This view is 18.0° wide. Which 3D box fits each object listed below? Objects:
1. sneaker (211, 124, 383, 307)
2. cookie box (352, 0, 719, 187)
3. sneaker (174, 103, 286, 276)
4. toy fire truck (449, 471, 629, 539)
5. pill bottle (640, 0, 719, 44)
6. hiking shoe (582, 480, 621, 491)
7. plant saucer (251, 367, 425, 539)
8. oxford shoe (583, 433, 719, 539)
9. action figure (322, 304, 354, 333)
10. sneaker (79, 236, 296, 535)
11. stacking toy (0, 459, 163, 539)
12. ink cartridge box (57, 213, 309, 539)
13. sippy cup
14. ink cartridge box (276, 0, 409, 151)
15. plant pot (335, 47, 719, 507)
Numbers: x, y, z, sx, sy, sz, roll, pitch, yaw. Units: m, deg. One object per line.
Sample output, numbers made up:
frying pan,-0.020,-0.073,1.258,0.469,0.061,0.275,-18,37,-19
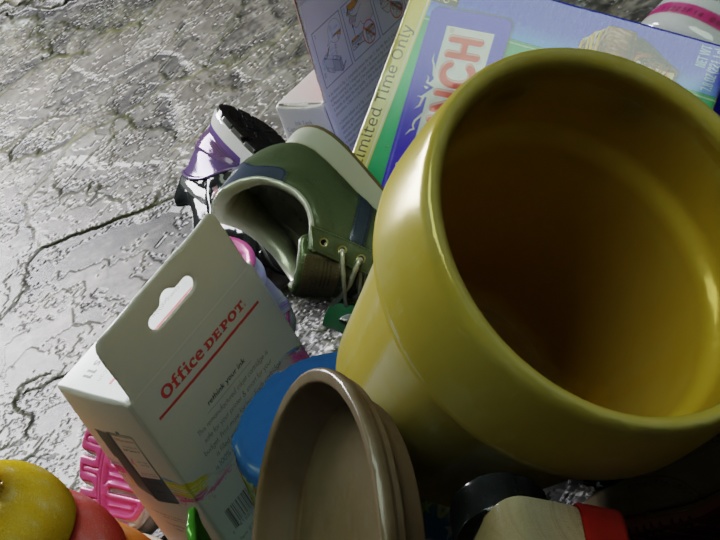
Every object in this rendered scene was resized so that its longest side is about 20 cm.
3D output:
sneaker,0.000,0.000,1.263,0.200,0.067,0.090,40,45,25
cookie box,0.105,-0.070,1.335,0.200,0.075,0.171,18,85,22
sneaker,-0.065,-0.024,1.544,0.088,0.076,0.200,-54,39,17
toy fire truck,0.122,0.187,1.076,0.200,0.176,0.129,12,34,-13
pill bottle,0.270,-0.171,1.424,0.200,0.113,0.113,-46,37,-21
hiking shoe,0.122,0.062,1.271,0.087,0.074,0.200,-45,37,-19
plant saucer,-0.011,0.147,1.096,0.029,0.200,0.200,2,28,-21
oxford shoe,0.181,0.096,1.141,0.200,0.070,0.075,-25,61,49
action figure,0.054,-0.047,1.422,0.118,0.055,0.200,16,77,33
sneaker,-0.097,0.084,1.406,0.081,0.088,0.200,26,84,45
stacking toy,-0.197,0.156,1.273,0.146,0.200,0.146,-20,39,17
ink cartridge box,-0.092,0.070,1.307,0.067,0.200,0.117,10,51,44
sippy cup,-0.001,0.118,1.242,0.178,0.130,0.140,-42,36,-16
ink cartridge box,0.012,-0.153,1.503,0.045,0.176,0.200,0,31,34
plant pot,0.083,0.024,1.113,0.201,0.201,0.189,-60,6,-36
